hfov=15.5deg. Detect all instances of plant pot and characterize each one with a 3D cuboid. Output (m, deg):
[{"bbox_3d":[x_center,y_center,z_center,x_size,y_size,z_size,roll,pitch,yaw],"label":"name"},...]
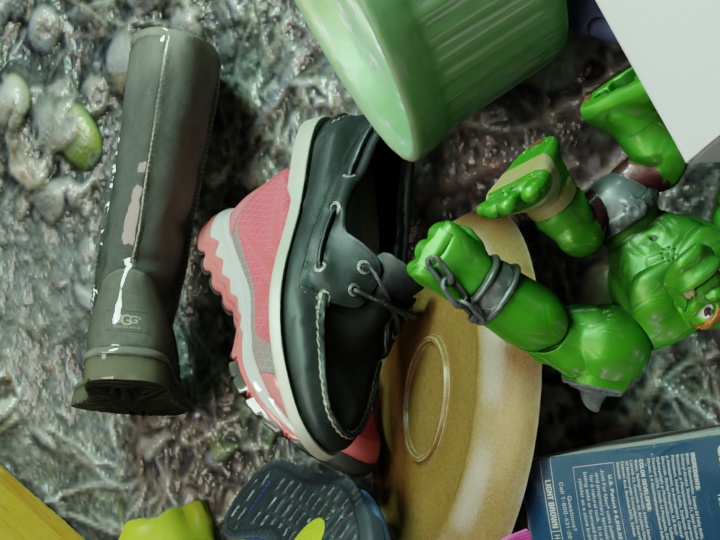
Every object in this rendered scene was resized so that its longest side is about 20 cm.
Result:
[{"bbox_3d":[0.043,0.066,1.343,0.200,0.027,0.201,-173,90,-73],"label":"plant pot"}]

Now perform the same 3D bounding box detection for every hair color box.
[{"bbox_3d":[0.183,0.102,1.243,0.199,0.100,0.061,-12,87,42],"label":"hair color box"}]

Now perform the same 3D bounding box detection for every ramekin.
[{"bbox_3d":[0.019,-0.164,1.305,0.097,0.200,0.201,-29,69,-6],"label":"ramekin"}]

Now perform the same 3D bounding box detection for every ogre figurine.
[{"bbox_3d":[0.133,-0.023,1.245,0.120,0.200,0.098,54,153,-14],"label":"ogre figurine"}]

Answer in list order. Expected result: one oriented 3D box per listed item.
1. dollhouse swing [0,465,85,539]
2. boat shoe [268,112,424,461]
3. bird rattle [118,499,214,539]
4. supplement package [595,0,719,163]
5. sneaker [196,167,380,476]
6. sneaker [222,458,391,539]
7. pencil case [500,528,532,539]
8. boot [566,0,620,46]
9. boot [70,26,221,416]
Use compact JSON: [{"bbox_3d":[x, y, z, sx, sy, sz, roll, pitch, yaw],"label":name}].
[{"bbox_3d":[-0.309,0.213,1.616,0.181,0.199,0.177,36,115,33],"label":"dollhouse swing"},{"bbox_3d":[0.001,0.001,1.352,0.066,0.075,0.200,-15,48,26],"label":"boat shoe"},{"bbox_3d":[-0.094,0.239,1.526,0.200,0.112,0.163,49,135,12],"label":"bird rattle"},{"bbox_3d":[0.206,-0.129,1.137,0.120,0.199,0.122,-40,68,35],"label":"supplement package"},{"bbox_3d":[-0.026,0.019,1.416,0.087,0.074,0.201,-44,46,21],"label":"sneaker"},{"bbox_3d":[-0.010,0.152,1.394,0.066,0.078,0.200,-51,17,-7],"label":"sneaker"},{"bbox_3d":[0.087,0.217,1.272,0.088,0.088,0.201,40,146,31],"label":"pencil case"},{"bbox_3d":[0.100,-0.172,1.310,0.200,0.073,0.091,33,117,38],"label":"boot"},{"bbox_3d":[-0.122,-0.023,1.509,0.182,0.072,0.201,131,142,-74],"label":"boot"}]
